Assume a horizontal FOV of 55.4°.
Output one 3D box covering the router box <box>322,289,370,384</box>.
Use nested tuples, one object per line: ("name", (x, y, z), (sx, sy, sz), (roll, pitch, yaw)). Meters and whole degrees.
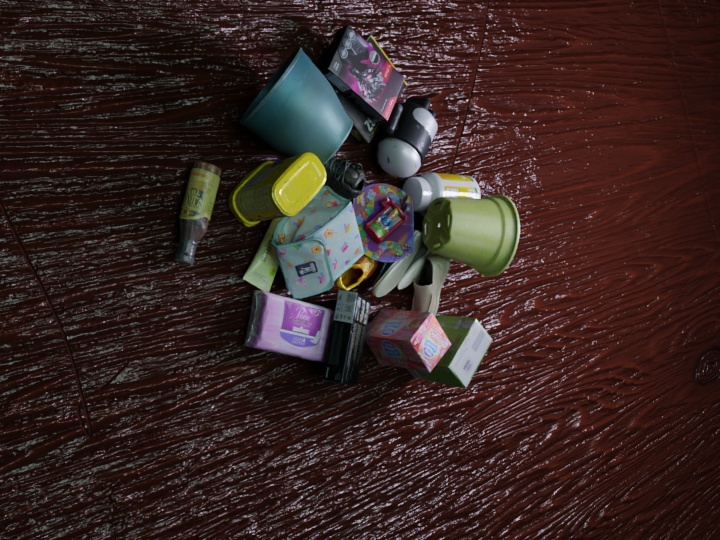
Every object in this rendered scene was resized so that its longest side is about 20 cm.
("router box", (-0.028, 0.157, 1.577), (0.149, 0.049, 0.207), (37, 62, -73))

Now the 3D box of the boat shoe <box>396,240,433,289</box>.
("boat shoe", (0.143, -0.038, 1.749), (0.202, 0.060, 0.073), (-47, 160, -20))

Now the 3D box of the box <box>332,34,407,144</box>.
("box", (0.011, -0.435, 1.656), (0.160, 0.049, 0.202), (47, 64, -29))

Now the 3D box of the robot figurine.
("robot figurine", (0.114, -0.328, 1.689), (0.148, 0.124, 0.204), (30, 72, -14))

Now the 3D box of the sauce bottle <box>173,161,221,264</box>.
("sauce bottle", (-0.332, -0.115, 1.388), (0.065, 0.065, 0.206), (18, 78, -35))

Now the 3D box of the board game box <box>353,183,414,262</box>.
("board game box", (0.060, -0.124, 1.642), (0.153, 0.039, 0.206), (6, 69, -12))

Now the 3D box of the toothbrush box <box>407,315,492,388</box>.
("toothbrush box", (0.209, 0.196, 1.711), (0.086, 0.198, 0.147), (47, 64, -27))

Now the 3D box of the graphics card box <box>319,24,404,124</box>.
("graphics card box", (0.006, -0.452, 1.593), (0.198, 0.050, 0.128), (34, 70, -30))

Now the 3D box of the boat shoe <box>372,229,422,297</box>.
("boat shoe", (0.080, -0.022, 1.676), (0.202, 0.061, 0.075), (-56, 156, -19))

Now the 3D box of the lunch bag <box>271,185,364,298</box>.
("lunch bag", (-0.098, -0.053, 1.507), (0.199, 0.121, 0.173), (-42, 143, -24))

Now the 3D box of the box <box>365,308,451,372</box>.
("box", (0.105, 0.163, 1.633), (0.095, 0.198, 0.104), (-45, 115, -27))

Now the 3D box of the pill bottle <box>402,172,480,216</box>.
("pill bottle", (0.205, -0.192, 1.762), (0.196, 0.111, 0.117), (-2, 92, -37))

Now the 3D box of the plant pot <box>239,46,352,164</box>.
("plant pot", (-0.123, -0.323, 1.446), (0.187, 0.198, 0.203), (40, 68, -20))

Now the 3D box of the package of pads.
("package of pads", (-0.156, 0.124, 1.514), (0.196, 0.075, 0.124), (17, 82, -35))

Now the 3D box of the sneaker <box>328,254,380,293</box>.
("sneaker", (0.000, 0.000, 1.627), (0.199, 0.076, 0.075), (-40, 112, -41))

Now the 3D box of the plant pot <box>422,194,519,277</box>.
("plant pot", (0.256, -0.098, 1.674), (0.179, 0.199, 0.207), (8, 86, -27))

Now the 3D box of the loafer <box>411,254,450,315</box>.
("loafer", (0.163, 0.049, 1.735), (0.067, 0.075, 0.206), (8, 103, -36))

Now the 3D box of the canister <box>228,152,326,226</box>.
("canister", (-0.173, -0.169, 1.424), (0.149, 0.198, 0.087), (-49, 115, -25))

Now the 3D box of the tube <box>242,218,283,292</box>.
("tube", (-0.189, -0.057, 1.509), (0.057, 0.052, 0.205), (23, 78, 2))

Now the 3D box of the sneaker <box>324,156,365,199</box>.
("sneaker", (-0.061, -0.237, 1.564), (0.199, 0.113, 0.078), (41, 66, -27))
